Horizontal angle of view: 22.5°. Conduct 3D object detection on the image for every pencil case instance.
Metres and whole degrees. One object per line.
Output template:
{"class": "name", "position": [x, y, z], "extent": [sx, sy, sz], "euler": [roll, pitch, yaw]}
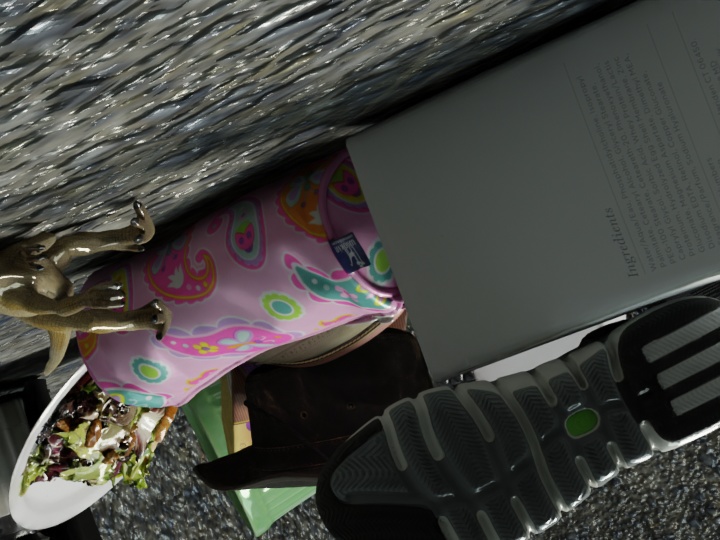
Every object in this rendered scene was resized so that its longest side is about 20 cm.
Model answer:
{"class": "pencil case", "position": [-0.053, 0.007, 0.897], "extent": [0.200, 0.088, 0.087], "euler": [-23, 176, 38]}

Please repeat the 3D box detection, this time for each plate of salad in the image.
{"class": "plate of salad", "position": [-0.185, 0.120, 1.367], "extent": [0.200, 0.048, 0.200], "euler": [-45, 159, -23]}

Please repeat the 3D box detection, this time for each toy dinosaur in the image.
{"class": "toy dinosaur", "position": [-0.137, 0.007, 0.787], "extent": [0.101, 0.058, 0.200], "euler": [-7, 171, 11]}

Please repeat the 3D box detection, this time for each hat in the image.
{"class": "hat", "position": [-0.009, 0.078, 1.107], "extent": [0.200, 0.081, 0.201], "euler": [-8, -177, 0]}

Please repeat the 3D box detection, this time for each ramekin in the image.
{"class": "ramekin", "position": [-0.106, 0.145, 1.745], "extent": [0.097, 0.200, 0.200], "euler": [-28, 177, -9]}

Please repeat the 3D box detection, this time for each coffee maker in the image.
{"class": "coffee maker", "position": [-0.272, 0.197, 1.478], "extent": [0.134, 0.201, 0.192], "euler": [-22, 176, 30]}

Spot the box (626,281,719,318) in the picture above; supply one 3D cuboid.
{"class": "box", "position": [0.275, -0.012, 1.232], "extent": [0.200, 0.044, 0.160], "euler": [-27, -156, -1]}

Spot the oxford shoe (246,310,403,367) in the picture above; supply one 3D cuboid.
{"class": "oxford shoe", "position": [-0.065, 0.022, 1.042], "extent": [0.199, 0.071, 0.074], "euler": [-16, 165, 28]}

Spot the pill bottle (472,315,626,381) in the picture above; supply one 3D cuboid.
{"class": "pill bottle", "position": [0.114, 0.016, 1.164], "extent": [0.111, 0.111, 0.200], "euler": [-22, -163, 13]}

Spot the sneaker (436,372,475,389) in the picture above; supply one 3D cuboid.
{"class": "sneaker", "position": [0.118, 0.008, 1.332], "extent": [0.200, 0.072, 0.083], "euler": [-66, 171, 27]}

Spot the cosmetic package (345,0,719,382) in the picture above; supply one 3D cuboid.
{"class": "cosmetic package", "position": [0.136, -0.049, 0.831], "extent": [0.200, 0.123, 0.199], "euler": [-24, 175, 29]}

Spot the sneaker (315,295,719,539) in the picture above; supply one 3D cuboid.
{"class": "sneaker", "position": [0.079, 0.073, 0.809], "extent": [0.199, 0.075, 0.115], "euler": [-21, 178, 3]}

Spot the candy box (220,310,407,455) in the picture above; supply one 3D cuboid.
{"class": "candy box", "position": [-0.034, 0.064, 1.215], "extent": [0.116, 0.057, 0.200], "euler": [-7, 146, -9]}
